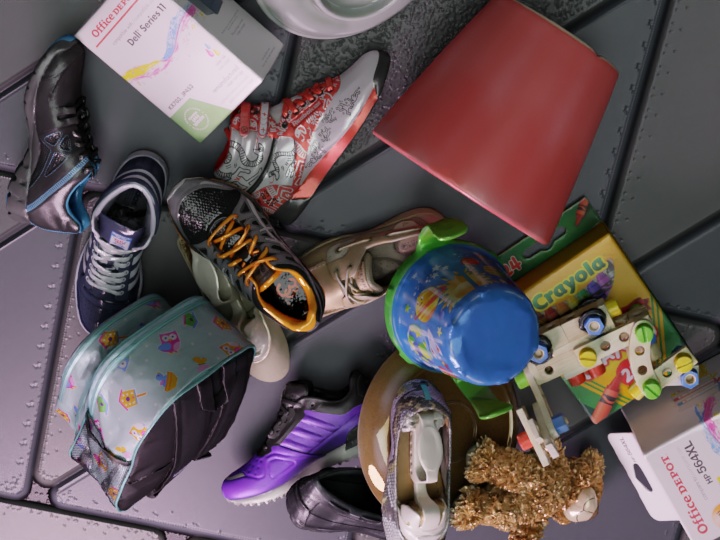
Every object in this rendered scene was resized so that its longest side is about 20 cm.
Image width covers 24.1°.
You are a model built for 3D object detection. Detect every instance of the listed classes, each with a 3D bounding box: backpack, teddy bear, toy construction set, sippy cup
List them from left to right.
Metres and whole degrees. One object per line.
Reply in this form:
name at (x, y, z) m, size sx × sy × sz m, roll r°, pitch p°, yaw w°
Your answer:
backpack at (-0.198, 0.113, 1.648) m, size 0.154 × 0.175 × 0.200 m, roll 50°, pitch 145°, yaw 9°
sippy cup at (0.106, 0.048, 1.623) m, size 0.177 × 0.130 × 0.140 m, roll 37°, pitch 89°, yaw -22°
teddy bear at (0.177, 0.228, 1.735) m, size 0.199 × 0.067 × 0.146 m, roll 30°, pitch 82°, yaw -36°
toy construction set at (0.232, 0.103, 1.683) m, size 0.199 × 0.092 × 0.132 m, roll -30°, pitch 105°, yaw -3°

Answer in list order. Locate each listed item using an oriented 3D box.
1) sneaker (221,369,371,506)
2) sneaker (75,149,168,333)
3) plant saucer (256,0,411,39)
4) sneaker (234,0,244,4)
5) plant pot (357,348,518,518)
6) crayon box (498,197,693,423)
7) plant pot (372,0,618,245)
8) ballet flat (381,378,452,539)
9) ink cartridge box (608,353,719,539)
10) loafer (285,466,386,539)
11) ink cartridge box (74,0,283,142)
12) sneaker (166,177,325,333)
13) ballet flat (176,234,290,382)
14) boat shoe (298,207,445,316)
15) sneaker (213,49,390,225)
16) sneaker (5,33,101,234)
sneaker at (-0.066, 0.166, 1.758) m, size 0.199 × 0.070 × 0.100 m, roll -27°, pitch 100°, yaw 3°
sneaker at (-0.243, -0.014, 1.666) m, size 0.070 × 0.109 × 0.201 m, roll 17°, pitch 107°, yaw -7°
plant saucer at (-0.005, -0.289, 1.566) m, size 0.199 × 0.050 × 0.201 m, roll -15°, pitch 136°, yaw -15°
sneaker at (-0.109, -0.319, 1.606) m, size 0.066 × 0.079 × 0.200 m, roll 35°, pitch 122°, yaw -27°
plant pot at (0.088, 0.164, 1.726) m, size 0.199 × 0.027 × 0.202 m, roll -3°, pitch 97°, yaw -31°
crayon box at (0.236, 0.042, 1.733) m, size 0.127 × 0.051 × 0.200 m, roll -35°, pitch 105°, yaw 9°
plant pot at (0.141, -0.150, 1.606) m, size 0.200 × 0.200 × 0.178 m, roll 32°, pitch 94°, yaw -11°
ballet flat at (0.059, 0.210, 1.655) m, size 0.071 × 0.072 × 0.202 m, roll -1°, pitch 105°, yaw -2°
ink cartridge box at (0.371, 0.180, 1.743) m, size 0.199 × 0.125 × 0.129 m, roll -30°, pitch 107°, yaw 7°
loafer at (0.018, 0.237, 1.741) m, size 0.199 × 0.068 × 0.070 m, roll 8°, pitch 142°, yaw -35°
ink cartridge box at (-0.187, -0.231, 1.597) m, size 0.200 × 0.067 × 0.117 m, roll 40°, pitch 132°, yaw -13°
sneaker at (-0.104, -0.015, 1.633) m, size 0.200 × 0.077 × 0.078 m, roll 42°, pitch 96°, yaw -15°
ballet flat at (-0.131, 0.036, 1.708) m, size 0.069 × 0.070 × 0.201 m, roll -23°, pitch 106°, yaw 5°
boat shoe at (0.000, 0.000, 1.702) m, size 0.199 × 0.065 × 0.072 m, roll -24°, pitch 107°, yaw 6°
sneaker at (-0.063, -0.150, 1.651) m, size 0.108 × 0.067 × 0.202 m, roll 31°, pitch 107°, yaw -14°
sneaker at (-0.284, -0.131, 1.641) m, size 0.081 × 0.073 × 0.201 m, roll 20°, pitch 117°, yaw 12°
